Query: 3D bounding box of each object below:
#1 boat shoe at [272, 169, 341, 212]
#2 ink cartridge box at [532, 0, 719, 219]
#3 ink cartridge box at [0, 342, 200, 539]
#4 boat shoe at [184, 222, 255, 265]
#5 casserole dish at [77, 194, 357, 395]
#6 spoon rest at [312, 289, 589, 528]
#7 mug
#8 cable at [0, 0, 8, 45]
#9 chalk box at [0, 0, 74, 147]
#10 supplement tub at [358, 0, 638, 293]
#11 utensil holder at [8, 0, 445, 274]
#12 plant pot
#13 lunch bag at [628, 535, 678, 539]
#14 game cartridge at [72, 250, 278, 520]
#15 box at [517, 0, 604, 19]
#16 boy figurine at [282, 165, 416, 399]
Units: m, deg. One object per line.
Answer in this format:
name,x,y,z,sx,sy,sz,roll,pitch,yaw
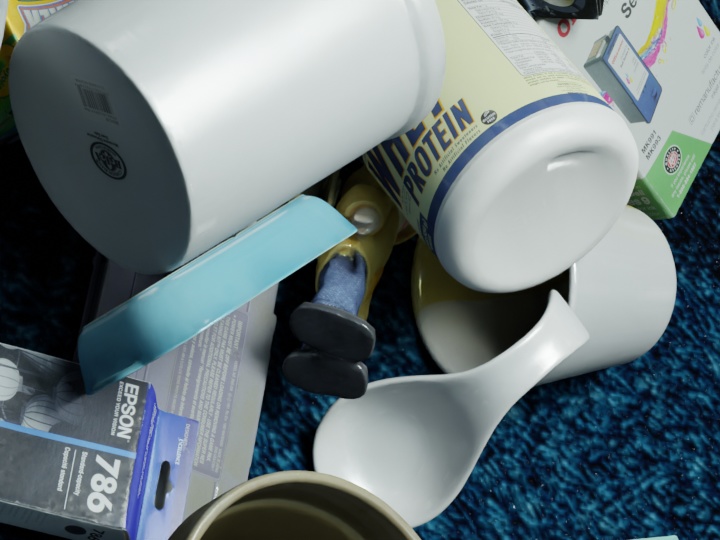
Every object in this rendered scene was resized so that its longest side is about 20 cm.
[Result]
boat shoe,-0.036,-0.093,1.635,0.073,0.063,0.201,32,45,-21
ink cartridge box,0.176,-0.154,1.768,0.200,0.087,0.146,49,58,-31
ink cartridge box,-0.190,0.100,1.436,0.199,0.039,0.100,15,60,-15
boat shoe,-0.095,-0.102,1.562,0.075,0.086,0.203,50,23,-49
casserole dish,-0.088,0.010,1.435,0.200,0.121,0.039,-34,93,-40
spoon rest,0.057,0.090,1.575,0.100,0.200,0.061,51,9,-4
mug,0.137,-0.009,1.694,0.153,0.149,0.188,2,77,-44
cable,-0.272,-0.103,1.386,0.069,0.200,0.201,26,55,-32
chalk box,-0.201,-0.154,1.509,0.125,0.124,0.201,-28,89,-40
supplement tub,0.068,-0.099,1.568,0.144,0.145,0.200,-4,43,-38
utensil holder,-0.078,-0.111,1.415,0.200,0.170,0.170,-35,94,-32
plant pot,-0.069,0.234,1.412,0.199,0.173,0.201,16,62,-31
lunch bag,0.125,0.267,1.579,0.199,0.122,0.171,0,72,-43
game cartridge,-0.121,0.069,1.536,0.129,0.038,0.201,28,57,-30
box,0.097,-0.278,1.686,0.163,0.086,0.201,4,57,12
boy figurine,0.000,0.000,1.610,0.064,0.125,0.200,15,37,7
